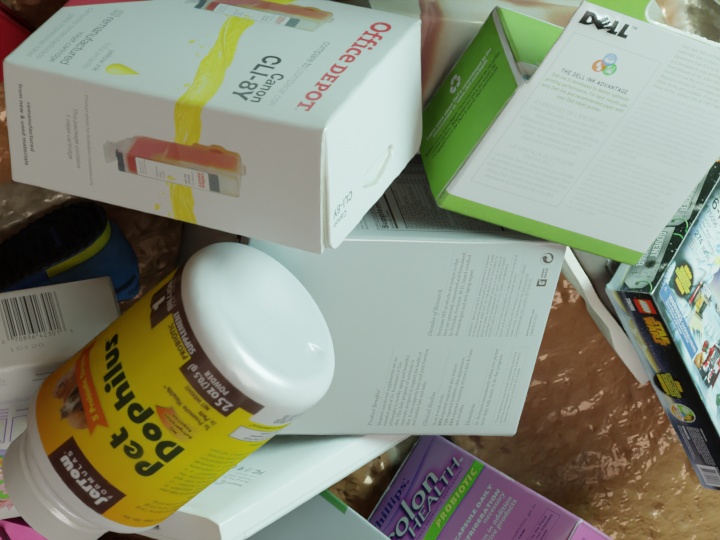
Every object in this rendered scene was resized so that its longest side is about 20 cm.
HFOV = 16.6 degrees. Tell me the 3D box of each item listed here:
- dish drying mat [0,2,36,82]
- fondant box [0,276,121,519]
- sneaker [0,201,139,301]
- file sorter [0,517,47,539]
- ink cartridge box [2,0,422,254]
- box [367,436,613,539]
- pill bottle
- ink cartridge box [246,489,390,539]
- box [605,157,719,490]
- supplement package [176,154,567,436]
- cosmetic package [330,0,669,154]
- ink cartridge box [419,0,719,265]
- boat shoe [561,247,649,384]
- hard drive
[{"bbox_3d":[-0.284,-0.092,1.480,0.200,0.018,0.077,-44,125,15],"label":"dish drying mat"},{"bbox_3d":[-0.228,0.089,1.544,0.144,0.058,0.200,-9,149,-18],"label":"fondant box"},{"bbox_3d":[-0.234,0.029,1.549,0.200,0.066,0.079,-22,131,0],"label":"sneaker"},{"bbox_3d":[-0.168,0.271,1.651,0.200,0.125,0.139,19,98,-25],"label":"file sorter"},{"bbox_3d":[-0.080,-0.097,1.400,0.200,0.145,0.084,14,126,19],"label":"ink cartridge box"},{"bbox_3d":[0.128,0.215,1.686,0.176,0.200,0.097,35,85,-32],"label":"box"},{"bbox_3d":[-0.116,0.078,1.421,0.109,0.109,0.200,30,126,-31],"label":"pill bottle"},{"bbox_3d":[0.007,0.238,1.636,0.084,0.145,0.200,-45,131,-11],"label":"ink cartridge box"},{"bbox_3d":[0.241,0.034,1.651,0.040,0.137,0.200,5,140,38],"label":"box"},{"bbox_3d":[0.000,0.000,1.540,0.200,0.151,0.152,1,124,-17],"label":"supplement package"},{"bbox_3d":[0.079,-0.129,1.511,0.200,0.087,0.104,3,126,-17],"label":"cosmetic package"},{"bbox_3d":[0.146,-0.112,1.427,0.148,0.076,0.200,16,126,-28],"label":"ink cartridge box"},{"bbox_3d":[0.166,-0.003,1.637,0.059,0.072,0.200,-35,130,3],"label":"boat shoe"},{"bbox_3d":[-0.067,0.115,1.555,0.200,0.132,0.026,-28,117,-43],"label":"hard drive"}]
